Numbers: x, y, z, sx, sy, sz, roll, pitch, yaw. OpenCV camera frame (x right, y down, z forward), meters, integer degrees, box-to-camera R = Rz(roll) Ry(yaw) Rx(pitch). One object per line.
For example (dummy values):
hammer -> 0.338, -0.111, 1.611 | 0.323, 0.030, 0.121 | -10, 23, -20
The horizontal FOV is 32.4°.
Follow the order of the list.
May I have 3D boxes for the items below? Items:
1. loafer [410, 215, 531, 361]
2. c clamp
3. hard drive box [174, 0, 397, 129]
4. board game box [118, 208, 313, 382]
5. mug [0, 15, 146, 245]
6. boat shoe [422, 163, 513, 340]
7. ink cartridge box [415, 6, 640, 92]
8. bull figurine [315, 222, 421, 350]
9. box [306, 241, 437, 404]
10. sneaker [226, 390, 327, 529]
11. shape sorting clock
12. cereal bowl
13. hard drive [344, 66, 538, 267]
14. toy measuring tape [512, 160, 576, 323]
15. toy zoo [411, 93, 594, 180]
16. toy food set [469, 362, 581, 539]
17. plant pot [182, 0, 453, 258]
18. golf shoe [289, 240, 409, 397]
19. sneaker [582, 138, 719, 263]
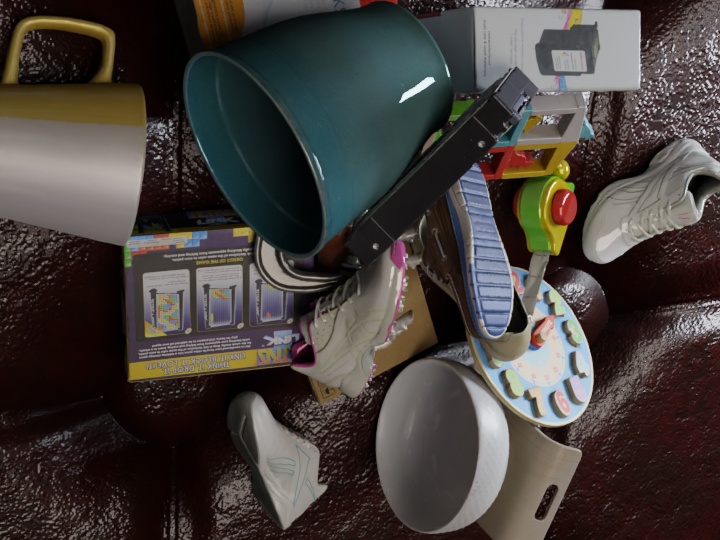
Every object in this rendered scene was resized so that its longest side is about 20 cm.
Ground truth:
loafer -> 0.129, 0.005, 1.369 | 0.075, 0.068, 0.200 | -34, 83, -23
c clamp -> -0.020, -0.066, 1.245 | 0.170, 0.027, 0.201 | 10, 104, -21
hard drive box -> -0.067, -0.237, 1.200 | 0.199, 0.077, 0.157 | -22, 123, -16
board game box -> -0.149, 0.022, 1.286 | 0.199, 0.057, 0.166 | -4, 116, -16
mug -> -0.285, -0.119, 1.135 | 0.152, 0.188, 0.150 | 5, 145, -19
boat shoe -> 0.108, -0.018, 1.309 | 0.072, 0.201, 0.072 | -23, 156, 39
ink cartridge box -> 0.167, -0.225, 1.275 | 0.199, 0.146, 0.083 | -5, 98, -25
bull figurine -> 0.000, 0.000, 1.324 | 0.121, 0.065, 0.201 | 4, 113, -12
box -> -0.006, 0.038, 1.401 | 0.163, 0.021, 0.201 | -27, 123, -14
sneaker -> -0.095, 0.205, 1.419 | 0.080, 0.070, 0.201 | -32, 131, -20
shape sorting clock -> 0.201, 0.085, 1.443 | 0.199, 0.201, 0.039 | 16, 142, -32
cereal bowl -> 0.106, 0.203, 1.434 | 0.083, 0.200, 0.201 | 6, 112, -33
hard drive -> 0.076, -0.099, 1.146 | 0.038, 0.140, 0.200 | 45, 115, -4
toy measuring tape -> 0.199, -0.040, 1.412 | 0.073, 0.073, 0.201 | 29, 73, -34
toy zoo -> 0.158, -0.141, 1.333 | 0.199, 0.021, 0.131 | -5, 152, -14
toy food set -> 0.168, 0.221, 1.471 | 0.060, 0.200, 0.144 | 9, 111, -35
plant pot -> -0.027, -0.145, 1.115 | 0.188, 0.200, 0.201 | -34, 126, -26
golf shoe -> -0.012, 0.047, 1.251 | 0.091, 0.076, 0.201 | 15, 126, -10
sneaker -> 0.354, -0.076, 1.478 | 0.200, 0.099, 0.078 | -41, 125, -3
